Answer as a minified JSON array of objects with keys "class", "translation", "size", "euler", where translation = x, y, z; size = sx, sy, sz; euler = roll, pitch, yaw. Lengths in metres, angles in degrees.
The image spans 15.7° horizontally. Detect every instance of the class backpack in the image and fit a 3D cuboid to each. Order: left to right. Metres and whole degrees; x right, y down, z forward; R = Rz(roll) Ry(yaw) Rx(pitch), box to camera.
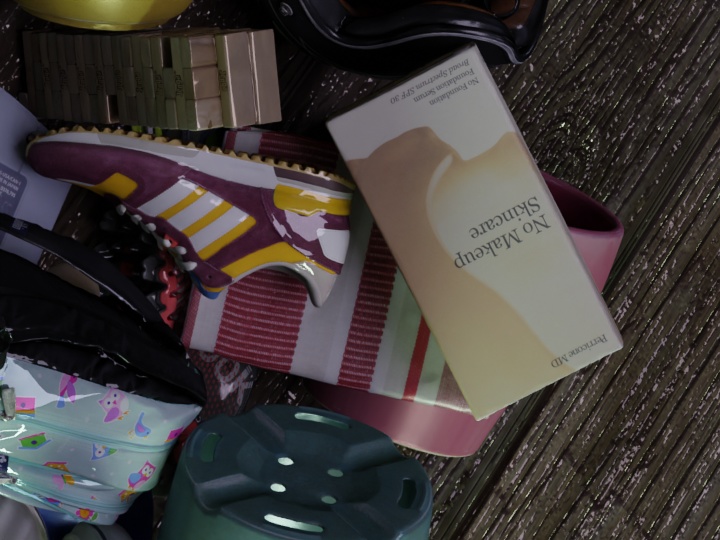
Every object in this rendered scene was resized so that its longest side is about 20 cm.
[{"class":"backpack","translation":[-0.190,0.058,1.492],"size":[0.199,0.167,0.127],"euler":[23,114,-32]}]

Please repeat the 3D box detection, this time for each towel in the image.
[{"class":"towel","translation":[0.000,0.000,1.607],"size":[0.199,0.023,0.145],"euler":[13,95,-2]}]

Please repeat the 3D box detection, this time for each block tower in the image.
[{"class":"block tower","translation":[-0.128,-0.115,1.531],"size":[0.054,0.199,0.058],"euler":[-10,100,-38]}]

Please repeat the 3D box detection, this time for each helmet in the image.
[{"class":"helmet","translation":[0.020,-0.212,1.650],"size":[0.200,0.189,0.201],"euler":[8,90,-76]}]

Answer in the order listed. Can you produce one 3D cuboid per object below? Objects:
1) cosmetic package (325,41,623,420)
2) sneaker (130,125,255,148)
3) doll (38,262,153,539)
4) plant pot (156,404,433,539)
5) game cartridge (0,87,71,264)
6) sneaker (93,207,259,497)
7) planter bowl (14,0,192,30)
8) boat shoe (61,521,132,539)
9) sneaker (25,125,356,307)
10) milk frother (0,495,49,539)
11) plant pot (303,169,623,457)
[{"class":"cosmetic package","translation":[0.068,-0.024,1.556],"size":[0.105,0.071,0.201],"euler":[-28,95,5]},{"class":"sneaker","translation":[-0.080,-0.033,1.666],"size":[0.074,0.081,0.201],"euler":[-40,121,-28]},{"class":"doll","translation":[-0.165,0.093,1.601],"size":[0.135,0.048,0.201],"euler":[-8,101,0]},{"class":"plant pot","translation":[-0.047,0.198,1.527],"size":[0.199,0.200,0.197],"euler":[-12,126,-39]},{"class":"game cartridge","translation":[-0.262,-0.061,1.533],"size":[0.200,0.041,0.134],"euler":[32,80,-40]},{"class":"sneaker","translation":[-0.113,0.038,1.658],"size":[0.098,0.071,0.202],"euler":[-20,113,-36]},{"class":"planter bowl","translation":[-0.151,-0.190,1.511],"size":[0.200,0.200,0.084],"euler":[-9,117,-39]},{"class":"boat shoe","translation":[-0.162,0.204,1.486],"size":[0.066,0.200,0.074],"euler":[12,115,-19]},{"class":"sneaker","translation":[-0.105,-0.031,1.554],"size":[0.199,0.075,0.091],"euler":[10,93,-1]},{"class":"milk frother","translation":[-0.309,0.196,1.484],"size":[0.200,0.181,0.188],"euler":[38,32,-9]},{"class":"plant pot","translation":[0.051,0.015,1.730],"size":[0.199,0.200,0.180],"euler":[11,107,-41]}]
